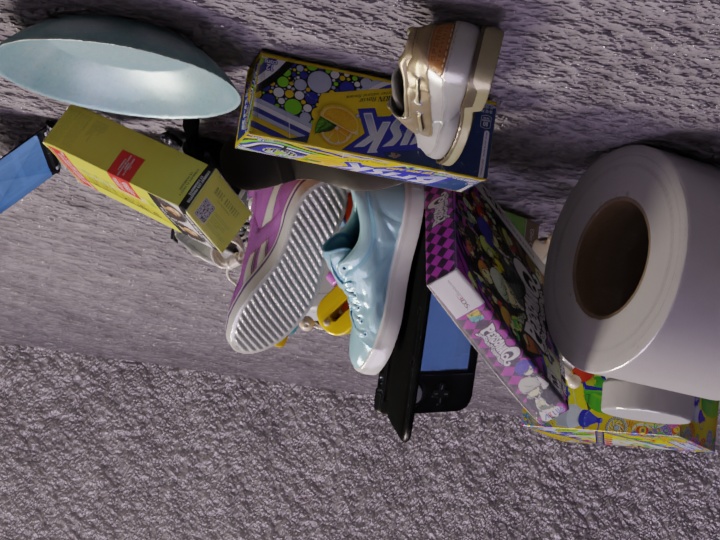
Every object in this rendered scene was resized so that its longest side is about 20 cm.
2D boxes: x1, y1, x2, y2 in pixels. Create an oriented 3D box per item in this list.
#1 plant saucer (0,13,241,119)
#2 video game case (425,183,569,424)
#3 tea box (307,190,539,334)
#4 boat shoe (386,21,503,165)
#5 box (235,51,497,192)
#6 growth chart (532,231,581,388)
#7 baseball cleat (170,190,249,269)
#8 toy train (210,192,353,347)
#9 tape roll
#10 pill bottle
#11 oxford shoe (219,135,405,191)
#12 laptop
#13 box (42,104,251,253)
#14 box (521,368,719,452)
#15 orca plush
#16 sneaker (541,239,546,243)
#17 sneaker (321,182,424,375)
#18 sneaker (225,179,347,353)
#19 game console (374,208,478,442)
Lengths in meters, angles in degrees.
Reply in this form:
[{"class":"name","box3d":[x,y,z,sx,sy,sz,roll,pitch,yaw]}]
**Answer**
[{"class":"plant saucer","box3d":[-0.191,-0.166,1.372,0.201,0.039,0.201,8,170,1]},{"class":"video game case","box3d":[0.118,0.010,1.527,0.036,0.200,0.181,-29,119,20]},{"class":"tea box","box3d":[0.047,-0.004,1.806,0.197,0.134,0.200,16,166,-43]},{"class":"boat shoe","box3d":[0.056,-0.136,1.284,0.068,0.075,0.200,14,162,-1]},{"class":"box","box3d":[0.005,-0.117,1.402,0.200,0.070,0.064,10,172,-12]},{"class":"growth chart","box3d":[0.227,0.016,1.654,0.200,0.145,0.018,-38,175,21]},{"class":"baseball cleat","box3d":[-0.107,-0.053,1.731,0.200,0.107,0.070,-4,159,41]},{"class":"toy train","box3d":[-0.039,-0.006,1.685,0.200,0.150,0.056,-16,176,20]},{"class":"tape roll","box3d":[0.271,0.003,1.502,0.139,0.203,0.203,12,169,-28]},{"class":"pill bottle","box3d":[0.294,0.046,1.715,0.114,0.200,0.114,8,170,1]},{"class":"oxford shoe","box3d":[-0.022,-0.111,1.528,0.200,0.071,0.071,1,-163,26]},{"class":"laptop","box3d":[-0.301,-0.069,1.747,0.200,0.116,0.187,18,170,-2]},{"class":"box","box3d":[-0.193,-0.085,1.557,0.200,0.050,0.075,27,164,36]},{"class":"box","box3d":[0.303,0.094,1.966,0.192,0.200,0.122,1,167,31]},{"class":"orca plush","box3d":[-0.135,-0.112,1.633,0.105,0.071,0.200,51,171,19]},{"class":"sneaker","box3d":[0.260,0.008,1.889,0.200,0.078,0.077,2,177,35]},{"class":"sneaker","box3d":[0.000,0.000,1.581,0.082,0.200,0.074,6,-159,-12]},{"class":"sneaker","box3d":[-0.082,-0.026,1.640,0.073,0.201,0.114,14,-157,-37]},{"class":"game console","box3d":[0.083,0.049,1.623,0.176,0.200,0.116,1,-169,-41]}]
